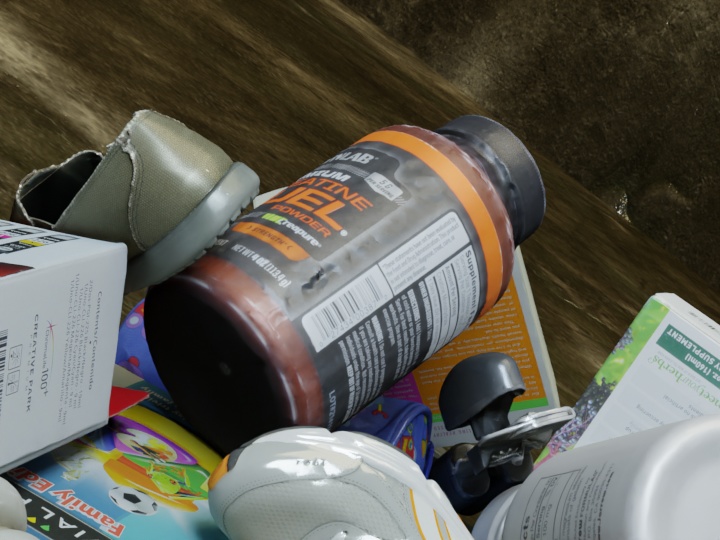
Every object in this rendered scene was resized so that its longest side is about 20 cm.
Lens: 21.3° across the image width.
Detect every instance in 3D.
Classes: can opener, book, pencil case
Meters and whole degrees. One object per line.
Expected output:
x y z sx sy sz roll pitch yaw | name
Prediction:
0.064 0.093 1.068 0.200 0.053 0.067 126 -54 -69 | can opener
0.031 0.024 1.076 0.201 0.133 0.048 71 11 -45 | book
-0.051 0.078 1.068 0.199 0.078 0.087 22 22 25 | pencil case

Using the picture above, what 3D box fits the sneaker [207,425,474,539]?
0.021 0.142 0.792 0.199 0.076 0.092 33 28 -14 | sneaker

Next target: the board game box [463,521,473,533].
0.059 0.186 1.148 0.199 0.028 0.135 31 13 -12 | board game box

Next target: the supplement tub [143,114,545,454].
0.000 0.000 0.907 0.107 0.107 0.200 38 52 22 | supplement tub

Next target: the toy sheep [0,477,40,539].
-0.167 0.108 0.642 0.200 0.138 0.138 50 18 22 | toy sheep

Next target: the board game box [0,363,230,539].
-0.120 0.103 0.840 0.150 0.047 0.200 27 18 15 | board game box

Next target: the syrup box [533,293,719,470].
0.150 0.116 1.107 0.079 0.201 0.081 36 10 14 | syrup box

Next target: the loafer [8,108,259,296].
-0.124 -0.020 0.862 0.070 0.200 0.075 50 44 -12 | loafer

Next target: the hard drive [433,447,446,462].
-0.042 0.075 1.231 0.199 0.033 0.140 31 -2 -6 | hard drive

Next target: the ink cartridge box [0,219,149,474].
-0.208 0.015 0.803 0.199 0.084 0.175 12 13 20 | ink cartridge box

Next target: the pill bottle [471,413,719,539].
0.135 0.141 0.958 0.114 0.115 0.200 30 -21 -14 | pill bottle
